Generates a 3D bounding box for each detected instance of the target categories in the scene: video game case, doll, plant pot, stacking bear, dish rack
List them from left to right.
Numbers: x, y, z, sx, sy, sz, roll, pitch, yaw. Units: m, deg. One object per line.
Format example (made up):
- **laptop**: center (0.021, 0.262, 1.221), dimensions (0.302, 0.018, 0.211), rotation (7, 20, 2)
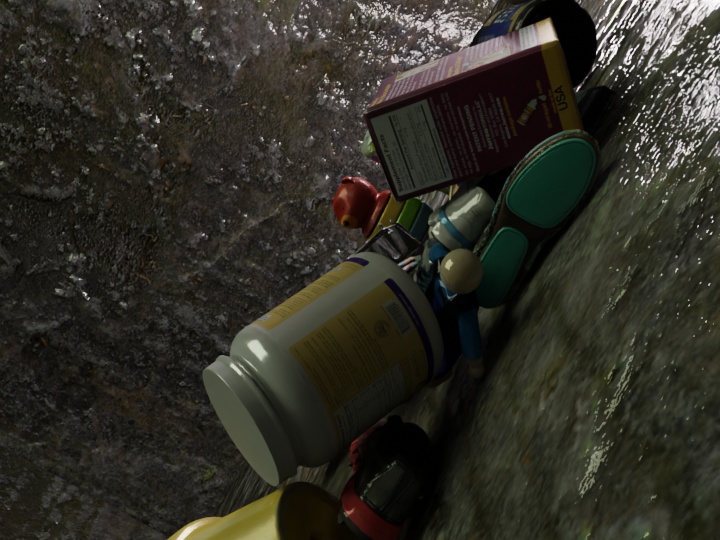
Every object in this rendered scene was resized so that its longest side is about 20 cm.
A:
- **plant pot**: center (-0.091, 0.306, 0.780), dimensions (0.189, 0.200, 0.202), rotation (-43, 11, 22)
- **dish rack**: center (0.000, 0.000, 1.048), dimensions (0.153, 0.055, 0.200), rotation (-42, -2, 9)
- **stacking bear**: center (0.046, -0.073, 1.293), dimensions (0.115, 0.197, 0.122), rotation (-63, 5, -31)
- **doll**: center (0.087, 0.045, 0.802), dimensions (0.202, 0.047, 0.139), rotation (100, 155, -58)
- **video game case**: center (0.213, -0.135, 0.931), dimensions (0.145, 0.019, 0.200), rotation (-61, 4, 8)

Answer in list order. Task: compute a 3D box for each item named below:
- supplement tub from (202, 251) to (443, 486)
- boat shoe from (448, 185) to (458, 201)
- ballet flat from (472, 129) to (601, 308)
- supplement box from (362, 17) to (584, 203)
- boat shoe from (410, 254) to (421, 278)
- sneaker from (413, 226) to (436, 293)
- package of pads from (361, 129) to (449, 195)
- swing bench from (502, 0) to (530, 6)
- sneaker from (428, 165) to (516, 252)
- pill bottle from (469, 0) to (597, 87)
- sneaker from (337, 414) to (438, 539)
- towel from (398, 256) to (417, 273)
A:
- **supplement tub**: center (-0.034, 0.090, 0.778), dimensions (0.198, 0.147, 0.146), rotation (-33, -8, -24)
- **boat shoe**: center (0.176, -0.145, 1.067), dimensions (0.203, 0.075, 0.074), rotation (-64, 9, -17)
- **ballet flat**: center (0.158, -0.055, 0.784), dimensions (0.202, 0.073, 0.075), rotation (-57, 6, 31)
- **supplement box**: center (0.116, -0.163, 0.836), dimensions (0.196, 0.105, 0.132), rotation (-16, 22, 18)
- **boat shoe**: center (0.058, 0.039, 1.149), dimensions (0.201, 0.076, 0.064), rotation (-34, 11, -38)
- **sneaker**: center (0.107, 0.003, 1.051), dimensions (0.200, 0.076, 0.088), rotation (88, -156, -81)
- **package of pads**: center (0.101, -0.165, 1.221), dimensions (0.155, 0.196, 0.070), rotation (-126, 59, -84)
- **swing bench**: center (0.254, -0.403, 0.993), dimensions (0.199, 0.130, 0.199), rotation (-40, 7, 7)
- **sneaker**: center (0.143, -0.088, 0.879), dimensions (0.087, 0.075, 0.201), rotation (-45, 6, 35)
- **pill bottle**: center (0.209, -0.280, 1.051), dimensions (0.114, 0.110, 0.200), rotation (-61, 16, 4)
- **sneaker**: center (0.033, 0.181, 0.792), dimensions (0.099, 0.070, 0.201), rotation (-53, 3, 11)
- **towel**: center (-0.015, 0.057, 1.009), dimensions (0.199, 0.022, 0.147), rotation (-40, -2, 14)
